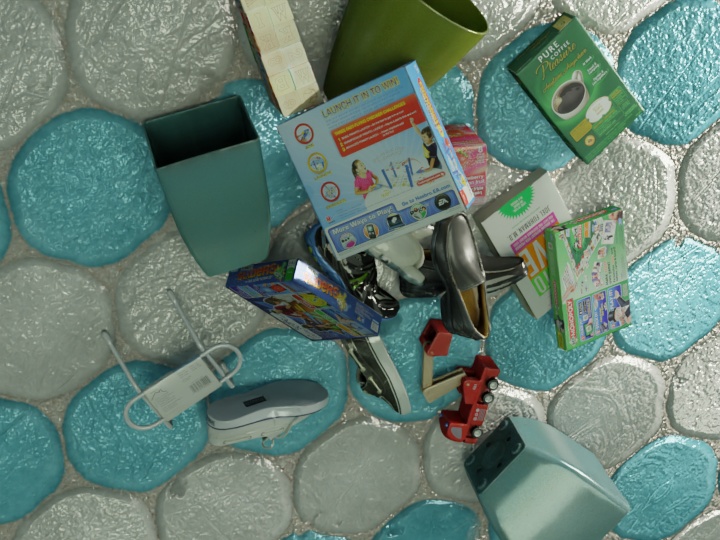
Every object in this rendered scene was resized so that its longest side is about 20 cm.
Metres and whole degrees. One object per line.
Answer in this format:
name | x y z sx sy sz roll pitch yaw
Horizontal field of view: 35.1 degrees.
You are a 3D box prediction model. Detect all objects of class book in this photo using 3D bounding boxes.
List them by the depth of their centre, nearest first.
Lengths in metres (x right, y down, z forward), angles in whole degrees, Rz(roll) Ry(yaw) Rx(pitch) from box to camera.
book | 0.275 -0.043 1.778 0.133 0.048 0.201 -36 118 -5

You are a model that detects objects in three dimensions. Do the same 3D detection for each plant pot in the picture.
plant pot | 0.039 -0.300 1.528 0.186 0.188 0.201 26 119 -25
plant pot | -0.197 -0.105 1.557 0.140 0.142 0.202 -17 125 -8
plant pot | 0.285 0.361 1.885 0.200 0.196 0.197 40 99 -19

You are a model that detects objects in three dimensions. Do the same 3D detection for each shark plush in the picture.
shark plush | 0.022 -0.026 1.622 0.198 0.083 0.092 5 86 -43

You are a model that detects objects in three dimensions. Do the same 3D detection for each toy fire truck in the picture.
toy fire truck | 0.148 0.184 1.838 0.139 0.049 0.202 8 112 -19

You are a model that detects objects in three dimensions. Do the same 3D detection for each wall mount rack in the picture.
wall mount rack | -0.282 0.137 1.682 0.199 0.075 0.175 -33 122 0

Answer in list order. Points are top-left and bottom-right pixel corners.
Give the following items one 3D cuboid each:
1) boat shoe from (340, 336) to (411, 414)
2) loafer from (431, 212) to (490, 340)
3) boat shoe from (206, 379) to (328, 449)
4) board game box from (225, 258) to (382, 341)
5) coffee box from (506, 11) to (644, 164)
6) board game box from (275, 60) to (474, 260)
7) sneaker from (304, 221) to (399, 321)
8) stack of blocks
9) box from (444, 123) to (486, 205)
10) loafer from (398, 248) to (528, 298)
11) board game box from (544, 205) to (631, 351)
boat shoe | 0.023 0.158 1.772 0.063 0.071 0.201 -26 127 0
loafer | 0.153 0.006 1.629 0.072 0.072 0.202 -28 120 -27
boat shoe | -0.143 0.233 1.753 0.200 0.075 0.087 -13 128 -29
board game box | -0.080 0.046 1.639 0.200 0.134 0.035 36 58 -44
coffee box | 0.319 -0.268 1.684 0.123 0.044 0.200 -44 118 6
board game box | 0.020 -0.140 1.479 0.198 0.056 0.198 -20 100 24
sneaker | 0.000 0.000 1.698 0.082 0.071 0.200 -36 116 9
stack of blocks | -0.118 -0.314 1.494 0.058 0.115 0.202 -22 113 -5
box | 0.075 -0.144 1.638 0.197 0.100 0.097 -8 116 -12
loafer | 0.154 -0.006 1.720 0.197 0.073 0.073 -7 111 4
board game box | 0.362 0.013 1.795 0.133 0.029 0.202 -18 112 -22
